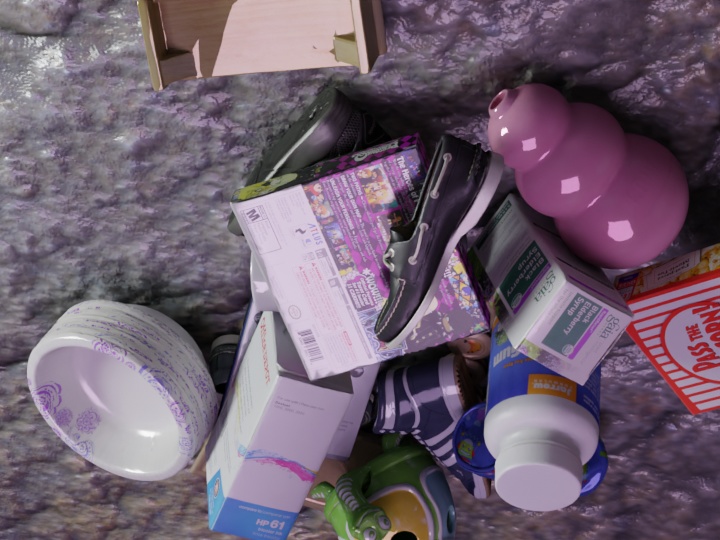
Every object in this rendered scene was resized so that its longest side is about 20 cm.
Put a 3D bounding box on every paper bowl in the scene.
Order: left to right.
[{"bbox_3d":[-0.242,0.117,1.818,0.200,0.104,0.201,16,133,18],"label":"paper bowl"}]

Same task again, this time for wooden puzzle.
[{"bbox_3d":[-0.083,0.207,1.978,0.185,0.037,0.200,18,144,-12],"label":"wooden puzzle"}]

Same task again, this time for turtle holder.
[{"bbox_3d":[0.038,0.257,1.879,0.141,0.132,0.186,-29,161,-14],"label":"turtle holder"}]

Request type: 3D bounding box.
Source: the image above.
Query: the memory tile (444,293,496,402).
[{"bbox_3d":[0.162,0.097,1.818,0.153,0.017,0.200,8,140,1],"label":"memory tile"}]

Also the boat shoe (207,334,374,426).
[{"bbox_3d":[-0.074,0.135,1.867,0.200,0.062,0.073,24,137,-18],"label":"boat shoe"}]

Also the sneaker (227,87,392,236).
[{"bbox_3d":[-0.040,-0.075,1.606,0.114,0.076,0.199,34,128,-18],"label":"sneaker"}]

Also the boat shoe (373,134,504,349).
[{"bbox_3d":[0.053,-0.025,1.492,0.060,0.074,0.200,25,113,-10],"label":"boat shoe"}]

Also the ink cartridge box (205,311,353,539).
[{"bbox_3d":[-0.083,0.150,1.725,0.085,0.145,0.200,15,118,-15],"label":"ink cartridge box"}]

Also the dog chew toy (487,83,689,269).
[{"bbox_3d":[0.194,-0.090,1.522,0.200,0.125,0.125,38,132,-19],"label":"dog chew toy"}]

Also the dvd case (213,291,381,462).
[{"bbox_3d":[-0.058,0.102,1.798,0.150,0.025,0.200,12,119,-10],"label":"dvd case"}]

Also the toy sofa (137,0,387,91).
[{"bbox_3d":[-0.081,-0.212,1.465,0.200,0.098,0.083,-3,114,13],"label":"toy sofa"}]

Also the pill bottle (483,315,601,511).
[{"bbox_3d":[0.178,0.129,1.686,0.112,0.200,0.112,5,139,4],"label":"pill bottle"}]

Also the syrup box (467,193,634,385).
[{"bbox_3d":[0.168,0.014,1.565,0.081,0.200,0.079,28,107,-20],"label":"syrup box"}]

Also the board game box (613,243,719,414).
[{"bbox_3d":[0.343,0.042,1.523,0.200,0.046,0.152,-21,122,38],"label":"board game box"}]

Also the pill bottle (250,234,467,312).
[{"bbox_3d":[0.000,0.000,1.660,0.200,0.111,0.111,1,139,10],"label":"pill bottle"}]

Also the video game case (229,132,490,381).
[{"bbox_3d":[0.002,-0.009,1.567,0.181,0.036,0.200,-17,116,15],"label":"video game case"}]

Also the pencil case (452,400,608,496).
[{"bbox_3d":[0.183,0.186,1.816,0.200,0.078,0.087,19,113,-47],"label":"pencil case"}]

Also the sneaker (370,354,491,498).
[{"bbox_3d":[0.076,0.173,1.853,0.108,0.070,0.200,-9,130,13],"label":"sneaker"}]
